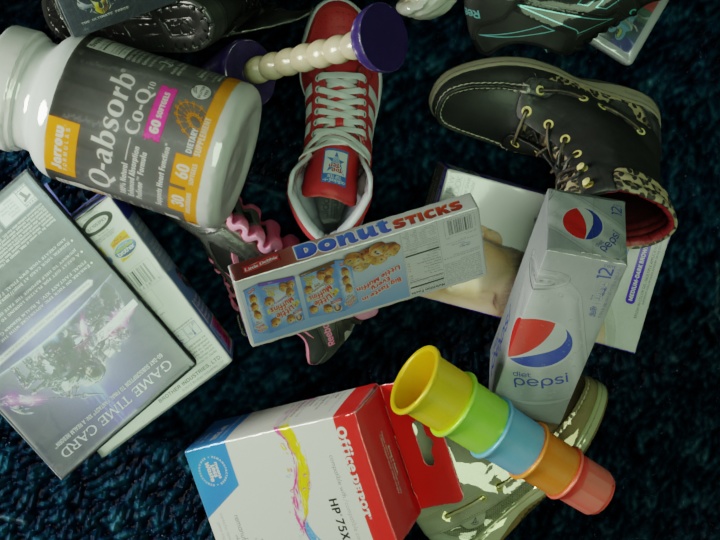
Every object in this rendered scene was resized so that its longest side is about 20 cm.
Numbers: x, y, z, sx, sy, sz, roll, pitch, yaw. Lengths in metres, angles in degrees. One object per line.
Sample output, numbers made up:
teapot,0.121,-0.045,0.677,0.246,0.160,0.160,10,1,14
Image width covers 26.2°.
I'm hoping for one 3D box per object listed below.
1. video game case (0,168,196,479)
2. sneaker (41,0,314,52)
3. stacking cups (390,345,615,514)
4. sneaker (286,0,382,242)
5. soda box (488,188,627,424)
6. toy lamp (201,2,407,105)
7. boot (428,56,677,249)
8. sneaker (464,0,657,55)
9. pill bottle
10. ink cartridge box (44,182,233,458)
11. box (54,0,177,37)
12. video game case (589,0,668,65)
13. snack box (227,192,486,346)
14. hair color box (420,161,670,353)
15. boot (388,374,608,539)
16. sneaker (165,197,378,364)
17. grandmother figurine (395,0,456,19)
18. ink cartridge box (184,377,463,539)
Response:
video game case,-0.245,0.043,1.199,0.143,0.019,0.200,-40,101,3
sneaker,-0.146,-0.212,1.224,0.198,0.104,0.061,9,122,27
stacking cups,0.118,0.131,1.229,0.199,0.060,0.061,31,94,-23
sneaker,-0.020,-0.115,1.226,0.070,0.113,0.202,1,98,3
soda box,0.150,0.032,1.203,0.063,0.069,0.201,10,138,-3
toy lamp,-0.051,-0.160,1.187,0.058,0.199,0.059,4,84,-43
boot,0.157,-0.093,1.231,0.198,0.151,0.074,11,131,-13
sneaker,0.179,-0.220,1.245,0.198,0.076,0.080,-5,113,0
pill bottle,-0.184,-0.113,1.179,0.198,0.116,0.117,17,96,4
ink cartridge box,-0.212,0.026,1.245,0.136,0.076,0.201,-36,102,0
box,-0.151,-0.278,1.177,0.198,0.051,0.159,-19,56,-3
video game case,0.186,-0.298,1.272,0.199,0.023,0.183,30,94,-11
snack box,0.000,0.000,1.211,0.198,0.024,0.072,-17,132,-6
hair color box,0.146,-0.011,1.289,0.198,0.065,0.110,14,98,-7
boot,0.097,0.133,1.301,0.154,0.072,0.200,41,95,-9
sneaker,-0.086,0.007,1.265,0.199,0.079,0.096,34,105,-9
grandmother figurine,0.015,-0.271,1.205,0.060,0.122,0.200,-32,128,13
ink cartridge box,-0.029,0.167,1.253,0.198,0.067,0.117,-15,101,23
